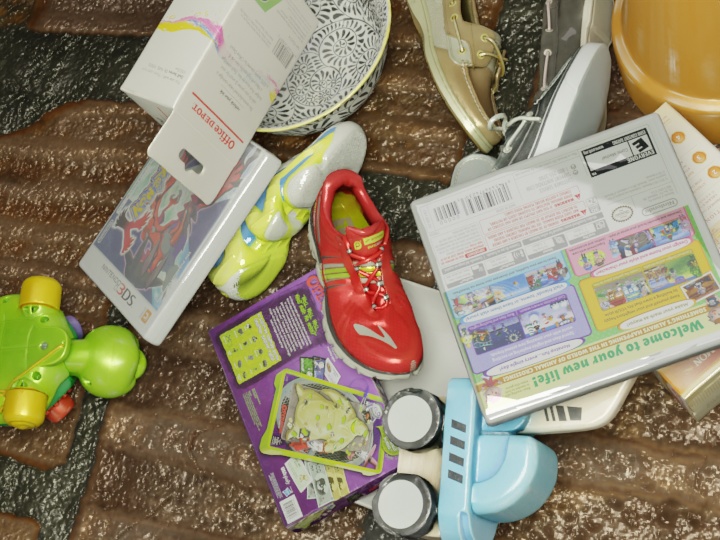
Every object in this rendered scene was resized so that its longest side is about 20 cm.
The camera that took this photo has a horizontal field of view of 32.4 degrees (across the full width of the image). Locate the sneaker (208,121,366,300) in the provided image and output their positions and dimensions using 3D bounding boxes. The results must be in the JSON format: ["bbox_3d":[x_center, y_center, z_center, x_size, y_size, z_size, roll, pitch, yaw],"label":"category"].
[{"bbox_3d":[-0.087,-0.074,1.156,0.105,0.076,0.200,38,87,31],"label":"sneaker"}]

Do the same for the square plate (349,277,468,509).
[{"bbox_3d":[0.045,0.112,1.052,0.200,0.028,0.198,16,75,27],"label":"square plate"}]

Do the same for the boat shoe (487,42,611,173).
[{"bbox_3d":[0.141,-0.101,1.002,0.068,0.074,0.200,18,78,30],"label":"boat shoe"}]

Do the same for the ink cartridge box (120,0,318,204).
[{"bbox_3d":[-0.130,-0.172,1.081,0.067,0.117,0.200,24,79,30],"label":"ink cartridge box"}]

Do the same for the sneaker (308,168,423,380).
[{"bbox_3d":[0.000,0.000,1.040,0.077,0.085,0.200,-12,58,-18],"label":"sneaker"}]

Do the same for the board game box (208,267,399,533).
[{"bbox_3d":[-0.044,0.107,1.059,0.120,0.032,0.200,-31,60,11],"label":"board game box"}]

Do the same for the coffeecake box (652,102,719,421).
[{"bbox_3d":[0.256,-0.009,0.988,0.153,0.073,0.200,-40,60,4],"label":"coffeecake box"}]

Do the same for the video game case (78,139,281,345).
[{"bbox_3d":[-0.175,-0.051,1.164,0.200,0.023,0.182,-56,39,1],"label":"video game case"}]

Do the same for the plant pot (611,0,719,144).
[{"bbox_3d":[0.293,-0.231,1.002,0.200,0.183,0.201,-8,66,19],"label":"plant pot"}]

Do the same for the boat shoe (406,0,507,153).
[{"bbox_3d":[0.097,-0.199,1.133,0.066,0.074,0.200,-27,61,16],"label":"boat shoe"}]

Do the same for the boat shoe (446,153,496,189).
[{"bbox_3d":[0.106,-0.027,1.047,0.074,0.065,0.202,-6,51,12],"label":"boat shoe"}]

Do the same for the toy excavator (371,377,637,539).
[{"bbox_3d":[0.125,0.120,0.937,0.200,0.100,0.195,0,73,22],"label":"toy excavator"}]

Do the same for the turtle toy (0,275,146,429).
[{"bbox_3d":[-0.301,0.086,1.162,0.200,0.101,0.146,-5,67,20],"label":"turtle toy"}]

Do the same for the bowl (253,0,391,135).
[{"bbox_3d":[-0.050,-0.202,1.183,0.200,0.094,0.201,-8,67,20],"label":"bowl"}]

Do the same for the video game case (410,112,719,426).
[{"bbox_3d":[0.157,-0.002,0.914,0.200,0.022,0.182,-20,70,5],"label":"video game case"}]

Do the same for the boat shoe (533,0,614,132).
[{"bbox_3d":[0.181,-0.165,1.094,0.057,0.067,0.200,-3,66,39],"label":"boat shoe"}]
